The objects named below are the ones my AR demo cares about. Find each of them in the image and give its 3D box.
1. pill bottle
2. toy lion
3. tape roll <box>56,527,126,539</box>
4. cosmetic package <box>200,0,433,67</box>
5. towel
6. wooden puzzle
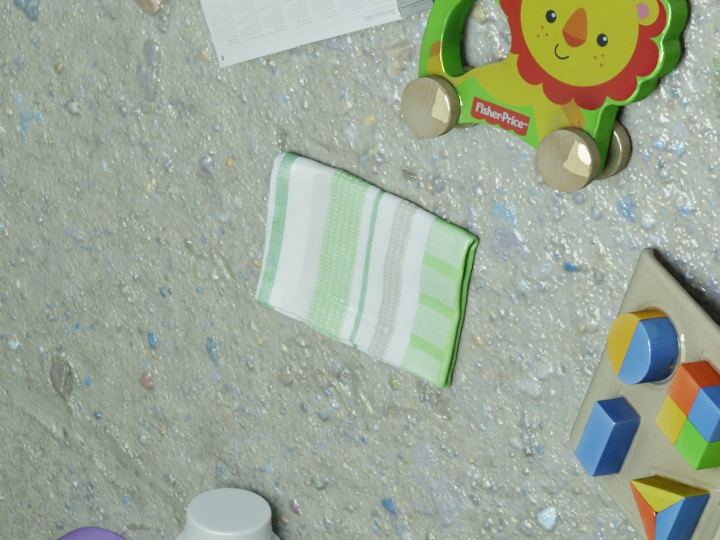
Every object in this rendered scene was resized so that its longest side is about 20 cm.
[{"bbox_3d":[-0.124,0.306,1.750,0.109,0.109,0.202,20,119,31],"label":"pill bottle"},{"bbox_3d":[0.137,-0.169,1.379,0.199,0.068,0.193,23,114,31],"label":"toy lion"},{"bbox_3d":[-0.267,0.365,1.922,0.199,0.065,0.202,15,116,33],"label":"tape roll"},{"bbox_3d":[-0.040,-0.222,1.500,0.199,0.050,0.083,-8,101,41],"label":"cosmetic package"},{"bbox_3d":[0.000,0.000,1.575,0.199,0.031,0.150,25,123,29],"label":"towel"},{"bbox_3d":[0.215,0.112,1.376,0.200,0.046,0.186,58,141,46],"label":"wooden puzzle"}]
